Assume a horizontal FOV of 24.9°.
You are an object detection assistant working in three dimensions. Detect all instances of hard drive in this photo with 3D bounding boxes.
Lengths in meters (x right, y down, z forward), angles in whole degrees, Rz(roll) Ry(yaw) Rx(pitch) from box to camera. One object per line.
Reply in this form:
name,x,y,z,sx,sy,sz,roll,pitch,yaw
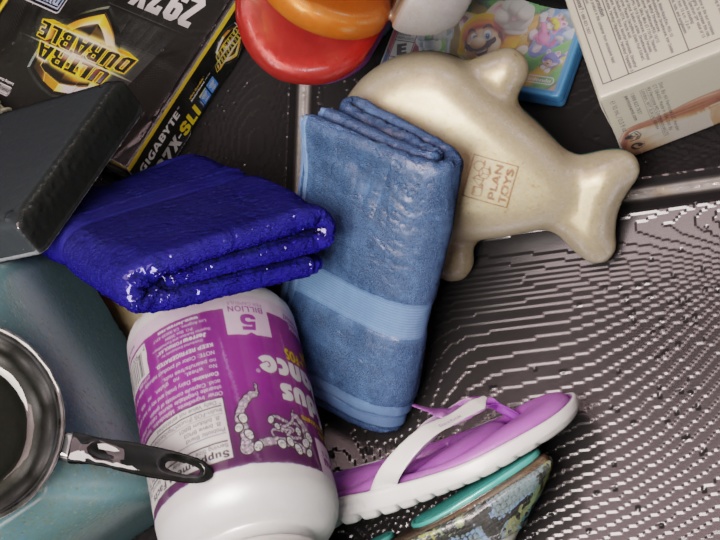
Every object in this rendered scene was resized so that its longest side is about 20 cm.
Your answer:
hard drive,-0.250,-0.055,1.080,0.199,0.033,0.140,-9,39,39

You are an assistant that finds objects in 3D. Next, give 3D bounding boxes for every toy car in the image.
toy car,-0.018,-0.190,1.061,0.174,0.200,0.151,28,101,-1

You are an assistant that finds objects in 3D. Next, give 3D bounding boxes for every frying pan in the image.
frying pan,-0.186,0.079,0.911,0.189,0.031,0.116,-9,78,-18

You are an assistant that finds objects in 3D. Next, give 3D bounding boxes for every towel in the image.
towel,0.000,0.000,1.038,0.111,0.048,0.201,27,120,29
towel,-0.119,-0.021,1.027,0.147,0.050,0.200,-20,22,-24

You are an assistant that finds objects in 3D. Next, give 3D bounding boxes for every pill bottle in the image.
pill bottle,-0.074,0.116,0.985,0.112,0.112,0.201,-23,55,10

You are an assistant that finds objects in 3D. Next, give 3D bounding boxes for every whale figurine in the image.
whale figurine,0.082,-0.071,1.085,0.199,0.104,0.160,16,105,7

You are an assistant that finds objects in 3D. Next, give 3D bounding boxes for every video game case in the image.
video game case,0.110,-0.219,1.178,0.142,0.018,0.201,12,72,27

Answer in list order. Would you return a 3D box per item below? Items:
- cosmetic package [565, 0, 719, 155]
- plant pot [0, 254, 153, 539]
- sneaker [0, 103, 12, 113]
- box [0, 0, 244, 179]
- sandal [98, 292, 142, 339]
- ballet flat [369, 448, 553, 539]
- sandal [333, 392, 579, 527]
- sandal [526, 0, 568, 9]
cosmetic package,0.243,-0.166,1.060,0.199,0.087,0.104,-20,60,13
plant pot,-0.240,0.113,1.024,0.196,0.200,0.196,-34,85,4
sneaker,-0.247,-0.088,1.198,0.090,0.067,0.201,-40,75,33
box,-0.199,-0.167,1.262,0.199,0.049,0.160,26,76,29
sandal,-0.219,0.054,1.154,0.212,0.070,0.078,-48,59,-5
ballet flat,0.040,0.181,1.003,0.199,0.074,0.075,-28,59,10
sandal,0.038,0.110,1.014,0.202,0.082,0.050,-24,98,12
sandal,0.076,-0.229,1.165,0.199,0.048,0.076,25,76,16
